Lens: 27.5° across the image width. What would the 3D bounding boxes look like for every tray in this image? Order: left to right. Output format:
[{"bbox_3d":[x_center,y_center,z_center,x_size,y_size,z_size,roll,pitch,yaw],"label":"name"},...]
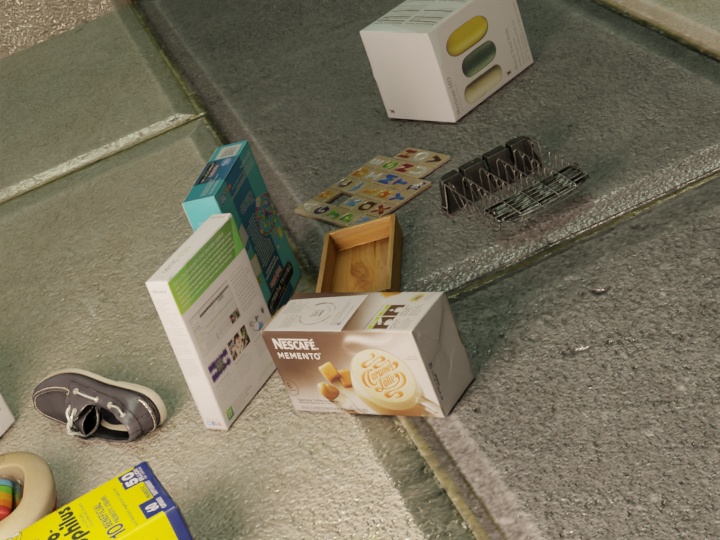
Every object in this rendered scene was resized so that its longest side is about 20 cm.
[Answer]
[{"bbox_3d":[0.000,0.000,1.844,0.098,0.037,0.200,-16,26,12],"label":"tray"}]

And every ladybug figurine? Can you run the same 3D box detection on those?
[{"bbox_3d":[-0.383,0.267,1.574,0.135,0.072,0.200,-20,26,4],"label":"ladybug figurine"}]

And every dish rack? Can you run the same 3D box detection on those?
[{"bbox_3d":[0.198,-0.105,1.880,0.153,0.055,0.200,-29,29,-12],"label":"dish rack"}]

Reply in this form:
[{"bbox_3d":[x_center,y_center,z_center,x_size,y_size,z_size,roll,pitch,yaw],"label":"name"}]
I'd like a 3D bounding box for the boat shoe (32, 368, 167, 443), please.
[{"bbox_3d":[-0.321,0.164,1.728,0.199,0.073,0.063,4,32,33],"label":"boat shoe"}]

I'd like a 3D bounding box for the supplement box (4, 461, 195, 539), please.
[{"bbox_3d":[-0.255,0.290,1.393,0.199,0.110,0.109,-29,27,-15],"label":"supplement box"}]

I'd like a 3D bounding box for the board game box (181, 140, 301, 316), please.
[{"bbox_3d":[-0.145,-0.037,1.834,0.047,0.201,0.151,-11,27,20],"label":"board game box"}]

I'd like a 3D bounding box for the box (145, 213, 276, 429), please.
[{"bbox_3d":[-0.160,0.057,1.665,0.036,0.201,0.144,0,32,31],"label":"box"}]

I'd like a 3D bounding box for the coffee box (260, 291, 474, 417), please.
[{"bbox_3d":[0.007,0.088,1.580,0.199,0.115,0.080,0,33,35],"label":"coffee box"}]

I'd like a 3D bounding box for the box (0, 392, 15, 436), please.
[{"bbox_3d":[-0.567,0.195,1.784,0.199,0.131,0.199,-6,30,30],"label":"box"}]

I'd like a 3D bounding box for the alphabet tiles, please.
[{"bbox_3d":[0.027,-0.120,2.086,0.200,0.008,0.167,-35,29,-25],"label":"alphabet tiles"}]

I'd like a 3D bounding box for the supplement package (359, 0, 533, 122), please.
[{"bbox_3d":[0.135,-0.343,2.267,0.150,0.153,0.200,11,40,46],"label":"supplement package"}]
